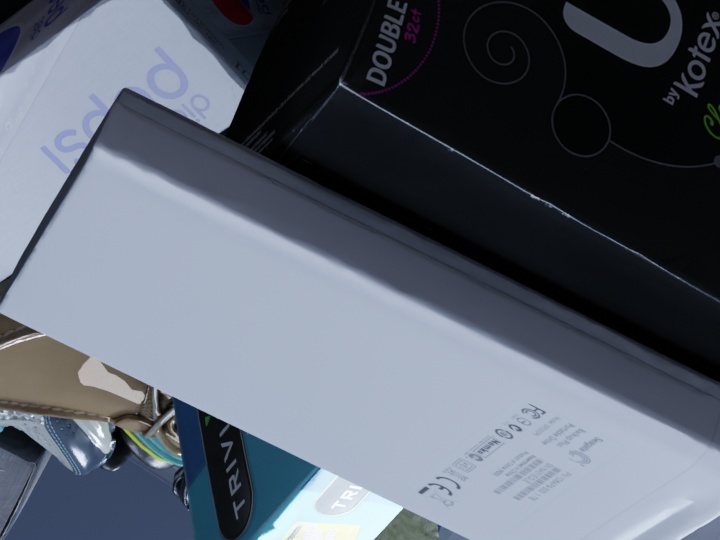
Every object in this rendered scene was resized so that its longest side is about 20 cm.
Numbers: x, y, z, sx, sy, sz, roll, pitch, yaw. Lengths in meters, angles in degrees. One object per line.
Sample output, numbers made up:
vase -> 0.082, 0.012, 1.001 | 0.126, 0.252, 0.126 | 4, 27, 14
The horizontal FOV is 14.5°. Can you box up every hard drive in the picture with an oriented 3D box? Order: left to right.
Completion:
hard drive -> 0.003, 0.026, 0.796 | 0.199, 0.027, 0.132 | 26, 154, -9

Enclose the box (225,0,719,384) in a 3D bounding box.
box -> 0.065, -0.077, 0.812 | 0.148, 0.201, 0.124 | 28, 153, -13

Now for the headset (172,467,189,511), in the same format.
headset -> -0.014, 0.136, 1.335 | 0.200, 0.123, 0.094 | 41, 133, 25

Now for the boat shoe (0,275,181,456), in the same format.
boat shoe -> -0.064, 0.035, 1.105 | 0.199, 0.065, 0.071 | -4, 139, -19

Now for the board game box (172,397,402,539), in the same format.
board game box -> 0.000, 0.000, 0.975 | 0.047, 0.151, 0.200 | 14, 135, -30

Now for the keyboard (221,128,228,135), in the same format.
keyboard -> -0.013, -0.048, 1.114 | 0.200, 0.021, 0.127 | 29, 145, -11

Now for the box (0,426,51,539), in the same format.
box -> -0.232, 0.042, 1.288 | 0.199, 0.048, 0.158 | 27, -167, -4

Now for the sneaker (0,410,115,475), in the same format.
sneaker -> -0.188, 0.028, 1.183 | 0.200, 0.086, 0.078 | 45, 172, -25

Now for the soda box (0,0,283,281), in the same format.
soda box -> -0.121, -0.053, 1.049 | 0.200, 0.064, 0.068 | -31, 113, 30

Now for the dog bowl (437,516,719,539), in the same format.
dog bowl -> 0.124, 0.068, 1.006 | 0.199, 0.079, 0.200 | -5, 159, -2

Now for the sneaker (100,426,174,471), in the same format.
sneaker -> -0.064, 0.047, 1.240 | 0.200, 0.088, 0.074 | -12, 138, 47

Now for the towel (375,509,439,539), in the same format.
towel -> 0.044, 0.164, 1.179 | 0.148, 0.036, 0.201 | -23, 91, 28

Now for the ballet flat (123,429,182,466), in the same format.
ballet flat -> -0.103, -0.012, 1.163 | 0.200, 0.067, 0.067 | 64, 176, -29
